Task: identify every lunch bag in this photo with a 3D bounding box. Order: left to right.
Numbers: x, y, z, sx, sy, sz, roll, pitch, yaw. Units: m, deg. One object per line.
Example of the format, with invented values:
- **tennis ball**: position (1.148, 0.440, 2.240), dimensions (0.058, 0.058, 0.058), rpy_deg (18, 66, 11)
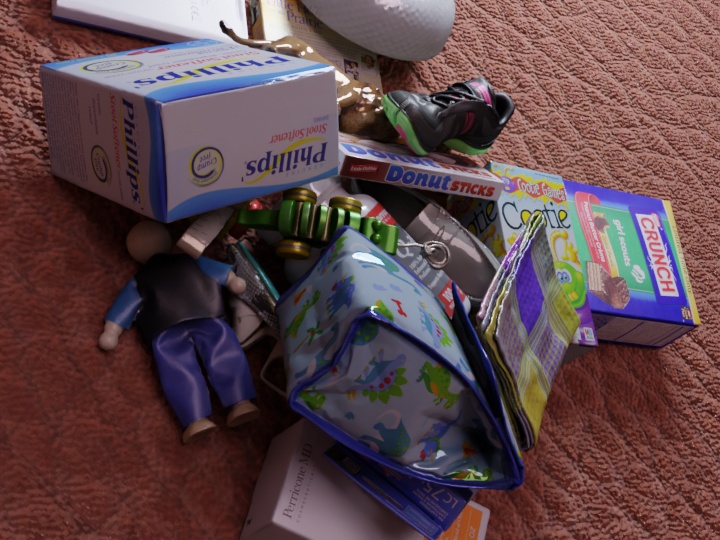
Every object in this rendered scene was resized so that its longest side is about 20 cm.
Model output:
- **lunch bag**: position (0.042, 0.079, 0.820), dimensions (0.200, 0.127, 0.170), rpy_deg (37, 16, -21)

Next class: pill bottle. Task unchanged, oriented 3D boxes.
- **pill bottle**: position (0.000, 0.000, 0.965), dimensions (0.200, 0.116, 0.116), rpy_deg (47, 50, -3)

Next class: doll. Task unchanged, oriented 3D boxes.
- **doll**: position (-0.160, 0.046, 0.879), dimensions (0.136, 0.048, 0.200), rpy_deg (-19, 74, -14)

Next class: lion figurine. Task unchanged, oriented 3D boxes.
- **lion figurine**: position (-0.046, -0.193, 1.030), dimensions (0.200, 0.072, 0.122), rpy_deg (47, 34, 4)

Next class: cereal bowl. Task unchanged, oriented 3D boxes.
- **cereal bowl**: position (0.024, -0.331, 1.144), dimensions (0.200, 0.083, 0.200), rpy_deg (19, 39, -16)

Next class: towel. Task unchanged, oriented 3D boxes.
- **towel**: position (0.156, 0.052, 0.912), dimensions (0.200, 0.023, 0.144), rpy_deg (-54, 129, -49)

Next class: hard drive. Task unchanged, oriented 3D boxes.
- **hard drive**: position (-0.217, -0.297, 1.045), dimensions (0.200, 0.025, 0.132), rpy_deg (7, 62, -30)

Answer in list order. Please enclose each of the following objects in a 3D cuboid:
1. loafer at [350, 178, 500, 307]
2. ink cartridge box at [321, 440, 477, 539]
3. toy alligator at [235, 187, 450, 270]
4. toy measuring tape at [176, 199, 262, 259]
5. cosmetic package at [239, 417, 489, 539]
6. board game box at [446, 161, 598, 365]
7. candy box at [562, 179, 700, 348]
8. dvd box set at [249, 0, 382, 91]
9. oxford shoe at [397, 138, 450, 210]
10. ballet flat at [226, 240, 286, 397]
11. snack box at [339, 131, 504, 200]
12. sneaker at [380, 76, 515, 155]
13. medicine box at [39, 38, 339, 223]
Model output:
- **loafer**: position (0.064, -0.034, 1.015), dimensions (0.200, 0.070, 0.070), rpy_deg (38, 91, 21)
- **ink cartridge box**: position (0.054, 0.158, 0.885), dimensions (0.119, 0.042, 0.200), rpy_deg (37, 19, 13)
- **toy alligator**: position (-0.007, -0.034, 0.880), dimensions (0.200, 0.054, 0.059), rpy_deg (11, 79, -12)
- **toy measuring tape**: position (-0.136, -0.045, 0.915), dimensions (0.074, 0.074, 0.200), rpy_deg (38, 28, -9)
- **cosmetic package**: position (0.008, 0.221, 0.881), dimensions (0.200, 0.071, 0.102), rpy_deg (28, 54, -16)
- **board game box**: position (0.164, 0.001, 1.077), dimensions (0.105, 0.103, 0.200), rpy_deg (8, 62, -29)
- **candy box**: position (0.286, -0.007, 1.176), dimensions (0.200, 0.077, 0.169), rpy_deg (8, 61, -30)
- **dvd box set**: position (-0.044, -0.211, 1.104), dimensions (0.146, 0.029, 0.200), rpy_deg (5, 64, -30)
- **oxford shoe**: position (0.068, -0.099, 1.093), dimensions (0.071, 0.071, 0.200), rpy_deg (10, 62, -30)
- **ballet flat**: position (-0.075, 0.063, 0.915), dimensions (0.072, 0.072, 0.200), rpy_deg (-32, 75, -39)
- **snack box**: position (0.047, -0.104, 0.998), dimensions (0.200, 0.024, 0.072), rpy_deg (6, 25, -35)
- **sneaker**: position (0.091, -0.165, 1.022), dimensions (0.077, 0.084, 0.200), rpy_deg (55, 31, 15)
- **medicine box**: position (-0.149, -0.130, 0.881), dimensions (0.182, 0.200, 0.103), rpy_deg (-20, 119, -38)
